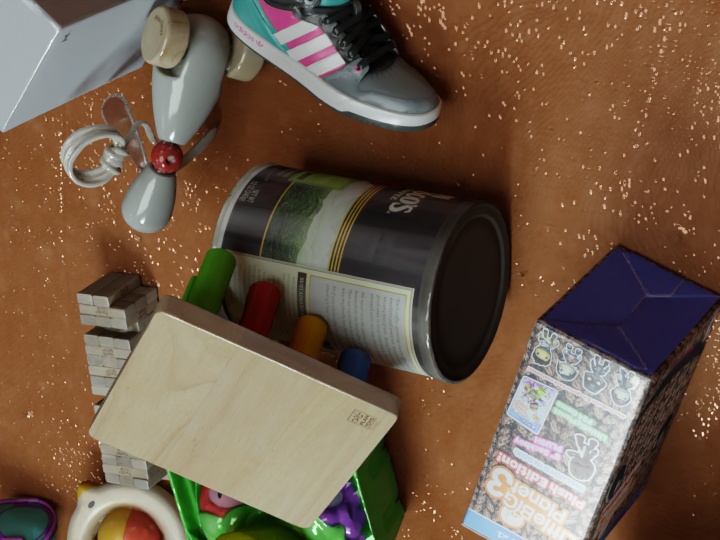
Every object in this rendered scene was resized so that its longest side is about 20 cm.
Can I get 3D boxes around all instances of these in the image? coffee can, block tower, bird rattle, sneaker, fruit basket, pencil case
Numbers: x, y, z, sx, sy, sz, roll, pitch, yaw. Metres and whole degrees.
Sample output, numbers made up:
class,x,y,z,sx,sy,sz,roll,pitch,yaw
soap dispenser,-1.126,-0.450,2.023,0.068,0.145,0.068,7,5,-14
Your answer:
class,x,y,z,sx,sy,sz,roll,pitch,yaw
coffee can,0.000,0.000,1.581,0.200,0.146,0.147,11,116,27
block tower,-0.212,0.106,1.812,0.054,0.058,0.200,6,115,30
bird rattle,-0.217,0.282,1.871,0.200,0.113,0.163,8,99,25
sneaker,-0.010,-0.203,1.543,0.200,0.084,0.121,33,133,16
fruit basket,-0.080,0.226,1.698,0.215,0.216,0.156,-4,109,32
pencil case,-0.357,0.323,1.972,0.085,0.092,0.200,16,122,4

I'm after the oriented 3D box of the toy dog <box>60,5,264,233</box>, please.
class,x,y,z,sx,sy,sz,roll,pitch,yaw
toy dog,-0.162,-0.142,1.644,0.132,0.096,0.200,35,99,-33

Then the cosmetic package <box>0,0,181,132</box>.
class,x,y,z,sx,sy,sz,roll,pitch,yaw
cosmetic package,-0.279,-0.243,1.608,0.200,0.199,0.123,41,125,9

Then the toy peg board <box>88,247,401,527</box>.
class,x,y,z,sx,sy,sz,roll,pitch,yaw
toy peg board,-0.085,0.086,1.559,0.199,0.098,0.200,24,141,-9

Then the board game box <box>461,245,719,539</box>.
class,x,y,z,sx,sy,sz,roll,pitch,yaw
board game box,0.179,0.109,1.515,0.097,0.159,0.200,28,123,18
